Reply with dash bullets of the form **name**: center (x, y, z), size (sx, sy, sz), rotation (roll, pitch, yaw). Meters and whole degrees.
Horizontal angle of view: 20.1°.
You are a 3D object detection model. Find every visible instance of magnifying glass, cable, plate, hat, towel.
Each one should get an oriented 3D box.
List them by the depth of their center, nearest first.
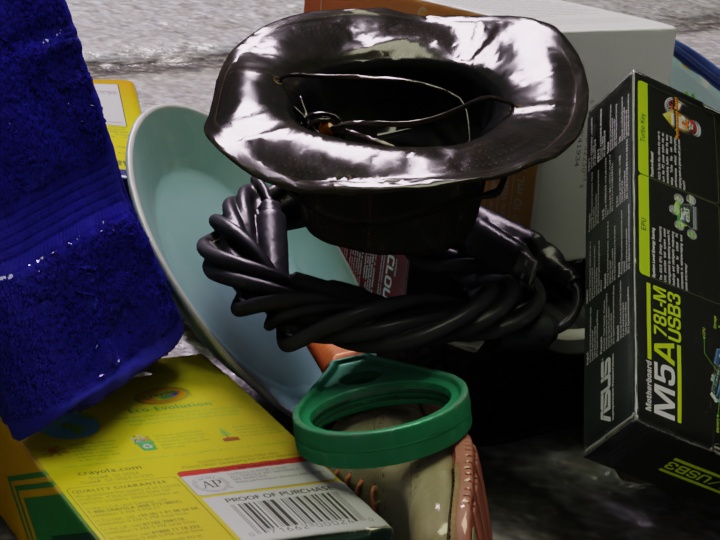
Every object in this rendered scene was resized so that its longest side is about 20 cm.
- **towel**: center (-0.145, -0.039, 0.910), size (0.049, 0.201, 0.148), rotation (-18, 9, 20)
- **magnifying glass**: center (-0.001, 0.052, 0.952), size (0.079, 0.023, 0.200), rotation (-12, 13, -8)
- **hat**: center (0.020, -0.056, 0.977), size (0.199, 0.081, 0.201), rotation (-3, 30, 2)
- **cable**: center (0.000, 0.000, 1.006), size (0.163, 0.051, 0.200), rotation (-16, 31, -35)
- **plate**: center (-0.059, 0.002, 1.066), size (0.026, 0.201, 0.200), rotation (-33, 5, 23)

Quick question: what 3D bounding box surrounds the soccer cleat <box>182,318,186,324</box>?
- **soccer cleat**: center (-0.081, -0.022, 1.231), size (0.073, 0.069, 0.200), rotation (3, 24, -14)

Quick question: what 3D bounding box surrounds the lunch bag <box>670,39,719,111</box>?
- **lunch bag**: center (0.171, -0.075, 1.285), size (0.160, 0.083, 0.200), rotation (33, -18, -20)

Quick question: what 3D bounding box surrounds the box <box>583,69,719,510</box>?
- **box**: center (0.194, 0.025, 0.962), size (0.192, 0.048, 0.201), rotation (20, 52, -20)

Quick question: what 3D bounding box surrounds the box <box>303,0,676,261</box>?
- **box**: center (0.062, -0.089, 1.121), size (0.097, 0.125, 0.199), rotation (-7, 19, -40)

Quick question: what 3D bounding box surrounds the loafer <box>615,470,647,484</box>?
- **loafer**: center (0.187, 0.080, 1.029), size (0.199, 0.068, 0.076), rotation (11, 4, -39)

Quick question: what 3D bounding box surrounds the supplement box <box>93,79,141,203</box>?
- **supplement box**: center (-0.179, -0.034, 1.165), size (0.108, 0.110, 0.200), rotation (2, 20, -11)

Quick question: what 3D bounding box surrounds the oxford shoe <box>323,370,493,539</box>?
- **oxford shoe**: center (0.018, 0.104, 0.917), size (0.073, 0.071, 0.200), rotation (-8, 13, -2)

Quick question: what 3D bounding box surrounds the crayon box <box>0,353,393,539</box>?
- **crayon box**: center (-0.087, 0.099, 0.904), size (0.126, 0.051, 0.200), rotation (-4, 22, -27)

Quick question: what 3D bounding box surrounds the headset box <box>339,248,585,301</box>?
- **headset box**: center (0.047, -0.007, 1.211), size (0.148, 0.078, 0.200), rotation (-5, 20, -29)

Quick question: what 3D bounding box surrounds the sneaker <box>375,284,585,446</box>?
- **sneaker**: center (0.084, 0.043, 1.082), size (0.199, 0.072, 0.083), rotation (4, 28, -32)
